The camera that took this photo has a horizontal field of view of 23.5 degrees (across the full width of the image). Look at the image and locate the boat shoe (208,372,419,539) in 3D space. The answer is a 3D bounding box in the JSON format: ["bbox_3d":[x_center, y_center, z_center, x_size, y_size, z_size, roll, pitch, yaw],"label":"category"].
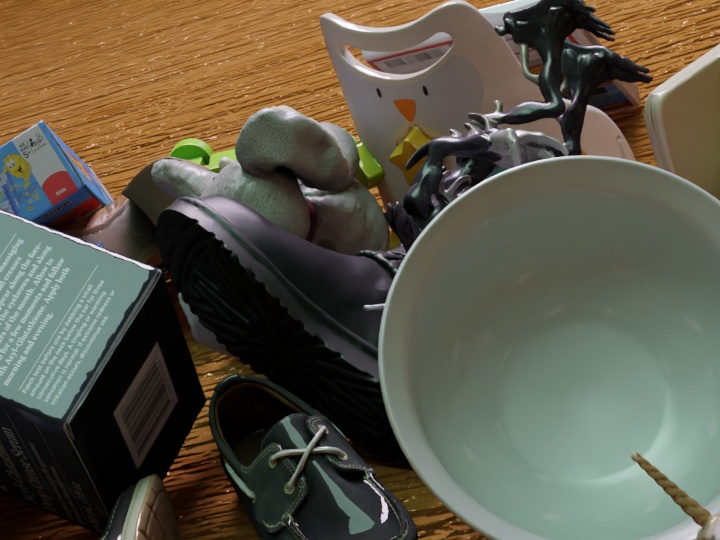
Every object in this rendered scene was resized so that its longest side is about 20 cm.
[{"bbox_3d":[-0.031,0.113,0.919,0.071,0.068,0.200,-26,26,-15],"label":"boat shoe"}]

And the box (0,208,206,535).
[{"bbox_3d":[-0.207,0.047,0.985,0.199,0.149,0.107,20,62,18],"label":"box"}]

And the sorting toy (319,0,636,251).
[{"bbox_3d":[0.052,-0.097,1.133,0.199,0.181,0.107,2,41,40],"label":"sorting toy"}]

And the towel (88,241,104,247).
[{"bbox_3d":[-0.240,0.055,1.104,0.199,0.049,0.112,-27,52,-8],"label":"towel"}]

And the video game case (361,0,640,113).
[{"bbox_3d":[0.104,-0.140,1.230,0.142,0.018,0.200,-11,-18,22],"label":"video game case"}]

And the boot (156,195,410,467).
[{"bbox_3d":[0.000,0.002,1.009,0.158,0.211,0.080,-46,-6,-37],"label":"boot"}]

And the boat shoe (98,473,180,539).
[{"bbox_3d":[-0.129,0.175,0.866,0.064,0.072,0.201,-12,31,8],"label":"boat shoe"}]

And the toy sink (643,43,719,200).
[{"bbox_3d":[0.279,-0.082,0.989,0.199,0.131,0.112,-33,27,-26],"label":"toy sink"}]

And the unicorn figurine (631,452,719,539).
[{"bbox_3d":[0.217,0.127,0.694,0.198,0.074,0.137,-4,16,4],"label":"unicorn figurine"}]

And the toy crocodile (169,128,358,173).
[{"bbox_3d":[-0.097,-0.074,1.381,0.198,0.062,0.068,-12,25,10],"label":"toy crocodile"}]

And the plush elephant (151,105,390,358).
[{"bbox_3d":[-0.062,-0.029,1.105,0.199,0.154,0.166,26,89,42],"label":"plush elephant"}]

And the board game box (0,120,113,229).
[{"bbox_3d":[-0.277,-0.014,1.249,0.199,0.056,0.196,-34,-6,-3],"label":"board game box"}]

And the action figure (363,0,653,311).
[{"bbox_3d":[0.083,-0.046,0.924,0.102,0.119,0.201,21,75,35],"label":"action figure"}]

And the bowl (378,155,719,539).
[{"bbox_3d":[0.111,0.053,0.847,0.199,0.090,0.203,-2,70,5],"label":"bowl"}]

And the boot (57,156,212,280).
[{"bbox_3d":[-0.179,-0.001,1.238,0.199,0.074,0.155,-34,-7,-1],"label":"boot"}]
